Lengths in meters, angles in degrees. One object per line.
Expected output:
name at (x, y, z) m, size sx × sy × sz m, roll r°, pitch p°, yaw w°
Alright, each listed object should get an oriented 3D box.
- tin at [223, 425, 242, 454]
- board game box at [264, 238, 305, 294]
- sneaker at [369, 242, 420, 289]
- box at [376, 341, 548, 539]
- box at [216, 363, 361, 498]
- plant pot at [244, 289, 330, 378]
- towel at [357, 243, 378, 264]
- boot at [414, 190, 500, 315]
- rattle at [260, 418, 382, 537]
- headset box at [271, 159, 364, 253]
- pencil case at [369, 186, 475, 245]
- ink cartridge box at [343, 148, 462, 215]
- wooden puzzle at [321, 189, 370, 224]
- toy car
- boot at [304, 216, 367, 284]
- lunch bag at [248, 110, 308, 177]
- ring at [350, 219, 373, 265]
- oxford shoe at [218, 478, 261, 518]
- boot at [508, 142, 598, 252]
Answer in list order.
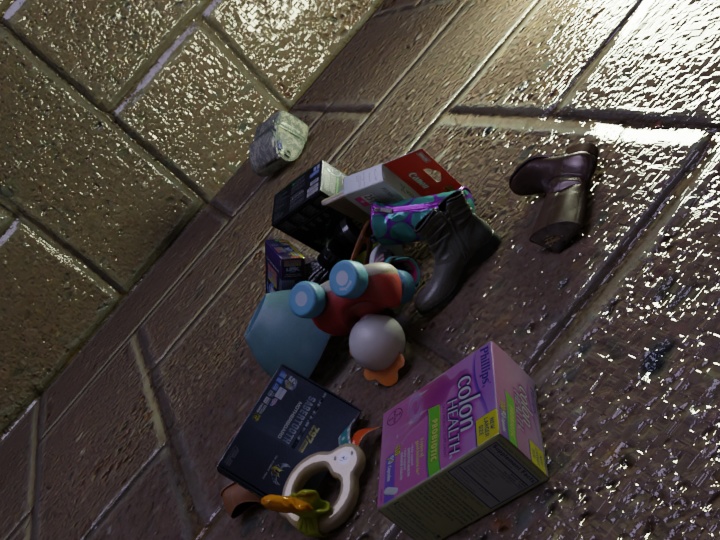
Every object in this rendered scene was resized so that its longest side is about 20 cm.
tin at (-0.180, 0.307, 1.683) m, size 0.200 × 0.042 × 0.112 m, roll -39°, pitch 19°, yaw 23°
board game box at (-0.169, 0.031, 1.982) m, size 0.200 × 0.056 × 0.167 m, roll -142°, pitch 49°, yaw -69°
sneaker at (0.064, -0.004, 1.685) m, size 0.120 × 0.084 × 0.201 m, roll -25°, pitch 29°, yaw 42°
box at (0.126, 0.222, 1.153) m, size 0.200 × 0.097 × 0.176 m, roll -37°, pitch 24°, yaw 25°
box at (-0.113, 0.275, 1.445) m, size 0.201 × 0.157 × 0.051 m, roll -57°, pitch -8°, yaw -24°
plant pot at (-0.144, 0.117, 1.729) m, size 0.201 × 0.134 × 0.200 m, roll -60°, pitch 11°, yaw 20°
towel at (0.039, -0.040, 1.892) m, size 0.200 × 0.018 × 0.086 m, roll -36°, pitch 19°, yaw 31°
boot at (0.133, -0.033, 1.534) m, size 0.200 × 0.131 × 0.068 m, roll -47°, pitch 21°, yaw 2°
rattle at (-0.059, 0.282, 1.335) m, size 0.200 × 0.143 × 0.130 m, roll -52°, pitch 32°, yaw -12°
headset box at (-0.068, -0.128, 2.011) m, size 0.174 × 0.199 × 0.093 m, roll -31°, pitch 43°, yaw 39°
pencil case at (0.114, -0.100, 1.660) m, size 0.198 × 0.092 × 0.086 m, roll -8°, pitch 59°, yaw 26°
ink cartridge box at (0.090, -0.149, 1.732) m, size 0.172 × 0.200 × 0.044 m, roll -17°, pitch 62°, yaw 28°
wooden puzzle at (0.043, -0.156, 1.837) m, size 0.184 × 0.199 × 0.038 m, roll -22°, pitch 69°, yaw 28°
toy car at (0.006, 0.103, 1.513) m, size 0.176 × 0.184 × 0.202 m, roll -26°, pitch 70°, yaw 29°
boot at (-0.056, -0.028, 1.883) m, size 0.158 × 0.080 × 0.211 m, roll -41°, pitch -5°, yaw 2°
lunch bag at (-0.278, -0.413, 2.997) m, size 0.199 × 0.139 × 0.169 m, roll -22°, pitch 49°, yaw 49°
ring at (0.000, 0.000, 1.742) m, size 0.200 × 0.019 × 0.202 m, roll 16°, pitch -90°, yaw -82°
oxford shoe at (-0.156, 0.358, 1.535) m, size 0.200 × 0.071 × 0.072 m, roll -39°, pitch 50°, yaw 21°
boot at (0.295, -0.103, 1.452) m, size 0.186 × 0.064 × 0.201 m, roll -27°, pitch 34°, yaw 47°
